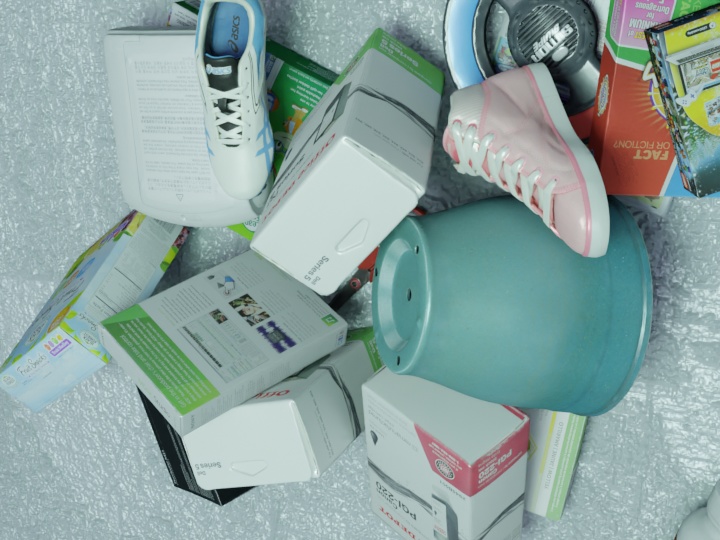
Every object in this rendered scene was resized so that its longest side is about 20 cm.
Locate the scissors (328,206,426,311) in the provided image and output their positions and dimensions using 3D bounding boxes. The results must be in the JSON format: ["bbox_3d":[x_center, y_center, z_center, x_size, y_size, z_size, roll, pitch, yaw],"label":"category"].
[{"bbox_3d":[0.000,0.000,1.124,0.200,0.014,0.073,-29,95,32],"label":"scissors"}]

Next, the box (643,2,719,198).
[{"bbox_3d":[0.337,-0.155,0.834,0.199,0.038,0.137,-19,108,4],"label":"box"}]

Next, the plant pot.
[{"bbox_3d":[0.116,0.026,0.922,0.187,0.200,0.201,2,115,-20],"label":"plant pot"}]

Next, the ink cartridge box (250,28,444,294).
[{"bbox_3d":[-0.006,-0.098,0.943,0.084,0.200,0.146,33,125,-14],"label":"ink cartridge box"}]

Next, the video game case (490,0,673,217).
[{"bbox_3d":[0.212,-0.167,0.957,0.199,0.022,0.183,24,116,16],"label":"video game case"}]

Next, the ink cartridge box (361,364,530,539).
[{"bbox_3d":[0.080,0.191,1.030,0.145,0.085,0.201,33,145,36],"label":"ink cartridge box"}]

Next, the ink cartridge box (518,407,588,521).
[{"bbox_3d":[0.128,0.154,1.094,0.199,0.048,0.146,16,114,18],"label":"ink cartridge box"}]

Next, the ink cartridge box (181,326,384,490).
[{"bbox_3d":[-0.069,0.137,1.094,0.145,0.200,0.084,-12,102,28],"label":"ink cartridge box"}]

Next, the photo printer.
[{"bbox_3d":[-0.170,-0.143,1.075,0.166,0.069,0.201,4,109,23],"label":"photo printer"}]

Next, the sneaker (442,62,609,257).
[{"bbox_3d":[0.126,-0.082,0.861,0.104,0.201,0.076,-12,142,-4],"label":"sneaker"}]

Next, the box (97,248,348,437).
[{"bbox_3d":[-0.132,0.062,1.043,0.144,0.200,0.036,42,142,30],"label":"box"}]

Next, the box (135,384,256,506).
[{"bbox_3d":[-0.186,0.147,1.194,0.141,0.079,0.201,-3,108,57],"label":"box"}]

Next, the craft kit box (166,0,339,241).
[{"bbox_3d":[-0.134,-0.151,1.120,0.199,0.048,0.198,29,120,15],"label":"craft kit box"}]

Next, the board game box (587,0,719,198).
[{"bbox_3d":[0.274,-0.160,0.876,0.152,0.040,0.201,1,113,-5],"label":"board game box"}]

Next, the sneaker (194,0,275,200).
[{"bbox_3d":[-0.119,-0.161,0.969,0.072,0.072,0.201,3,106,18],"label":"sneaker"}]

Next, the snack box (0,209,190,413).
[{"bbox_3d":[-0.287,0.037,1.146,0.068,0.200,0.168,40,135,-19],"label":"snack box"}]

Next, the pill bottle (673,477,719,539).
[{"bbox_3d":[0.337,0.297,1.001,0.112,0.112,0.201,22,115,18],"label":"pill bottle"}]

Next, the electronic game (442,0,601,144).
[{"bbox_3d":[0.166,-0.204,0.929,0.199,0.042,0.201,8,110,22],"label":"electronic game"}]
